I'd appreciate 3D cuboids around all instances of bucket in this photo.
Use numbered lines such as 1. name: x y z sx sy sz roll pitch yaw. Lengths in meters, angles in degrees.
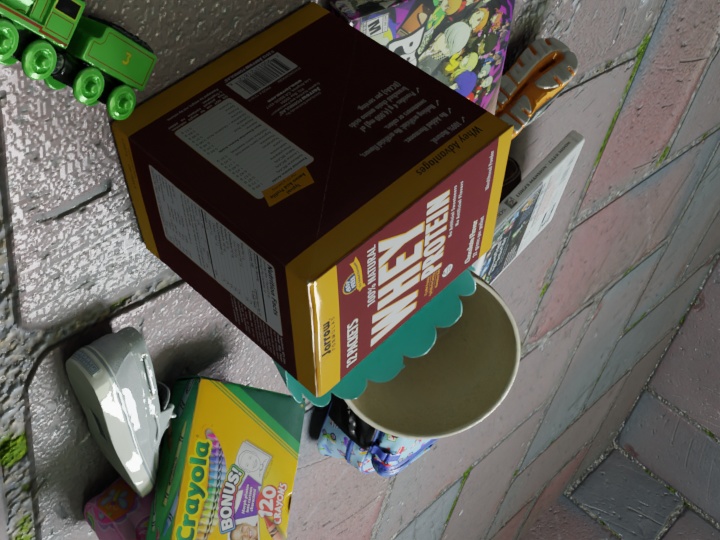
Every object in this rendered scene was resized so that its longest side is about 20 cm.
1. bucket: -0.013 0.010 0.814 0.206 0.135 0.208 -28 151 -17

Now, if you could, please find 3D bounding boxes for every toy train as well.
1. toy train: -0.186 -0.138 0.496 0.057 0.042 0.200 -64 154 1

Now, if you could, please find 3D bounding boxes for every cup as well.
1. cup: 0.067 0.064 1.006 0.201 0.199 0.143 -62 -169 18

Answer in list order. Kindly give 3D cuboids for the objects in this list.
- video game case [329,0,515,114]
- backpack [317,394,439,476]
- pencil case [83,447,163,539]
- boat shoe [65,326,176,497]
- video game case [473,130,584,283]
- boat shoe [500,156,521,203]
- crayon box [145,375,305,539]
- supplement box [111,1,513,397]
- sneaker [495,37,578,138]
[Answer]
1. video game case: 0.053 -0.175 0.810 0.180 0.036 0.201 -26 145 -23
2. backpack: 0.038 0.184 1.163 0.182 0.134 0.201 -25 146 -42
3. pencil case: -0.172 0.209 0.900 0.200 0.087 0.088 -34 149 -36
4. boat shoe: -0.192 0.124 0.775 0.071 0.070 0.202 -36 148 -27
5. video game case: 0.189 -0.056 1.095 0.182 0.023 0.200 -45 163 -19
6. boat shoe: 0.121 -0.105 1.013 0.199 0.072 0.072 -20 141 -39
7. crayon box: -0.128 0.209 0.842 0.118 0.058 0.202 18 73 -33
8. supplement box: -0.032 -0.059 0.662 0.197 0.200 0.133 -39 151 -26
9. sneaker: 0.154 -0.174 0.979 0.199 0.078 0.077 -33 169 -22
